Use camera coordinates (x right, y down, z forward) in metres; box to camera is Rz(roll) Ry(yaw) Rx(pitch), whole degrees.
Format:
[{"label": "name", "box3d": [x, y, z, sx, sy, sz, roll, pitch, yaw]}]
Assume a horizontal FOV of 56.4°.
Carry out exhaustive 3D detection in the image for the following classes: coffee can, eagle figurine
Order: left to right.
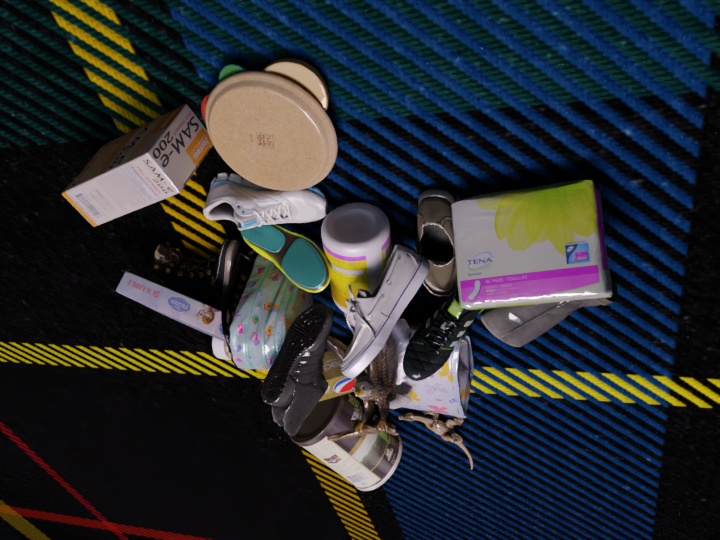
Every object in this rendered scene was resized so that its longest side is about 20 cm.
[{"label": "coffee can", "box3d": [-0.029, 0.344, 1.399, 0.146, 0.147, 0.200, -23, 125, 38]}, {"label": "eagle figurine", "box3d": [0.009, 0.162, 1.068, 0.150, 0.202, 0.151, -10, 177, -16]}]

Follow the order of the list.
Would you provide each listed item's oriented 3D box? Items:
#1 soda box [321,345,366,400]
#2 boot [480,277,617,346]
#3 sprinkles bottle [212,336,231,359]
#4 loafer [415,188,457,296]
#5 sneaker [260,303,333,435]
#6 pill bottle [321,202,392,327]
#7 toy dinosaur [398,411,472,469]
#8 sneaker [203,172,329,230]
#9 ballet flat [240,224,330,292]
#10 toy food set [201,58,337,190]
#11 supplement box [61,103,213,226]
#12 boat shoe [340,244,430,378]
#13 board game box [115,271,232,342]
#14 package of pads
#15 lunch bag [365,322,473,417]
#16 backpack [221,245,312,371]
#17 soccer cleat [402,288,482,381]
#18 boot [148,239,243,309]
[{"label": "soda box", "box3d": [-0.068, 0.196, 1.242, 0.198, 0.064, 0.068, -13, 141, -14]}, {"label": "boot", "box3d": [0.262, 0.033, 1.025, 0.181, 0.073, 0.199, 40, 141, -20]}, {"label": "sprinkles bottle", "box3d": [-0.186, 0.143, 1.299, 0.198, 0.069, 0.069, 2, 136, 18]}, {"label": "loafer", "box3d": [0.111, -0.027, 1.004, 0.074, 0.070, 0.201, 3, 136, 17]}, {"label": "sneaker", "box3d": [-0.084, 0.152, 1.025, 0.060, 0.201, 0.104, 29, 176, 38]}, {"label": "pill bottle", "box3d": [0.000, 0.000, 1.048, 0.103, 0.105, 0.201, 7, 137, 13]}, {"label": "toy dinosaur", "box3d": [0.179, 0.333, 1.393, 0.199, 0.058, 0.101, 34, 152, -5]}, {"label": "sneaker", "box3d": [-0.146, -0.091, 1.020, 0.198, 0.087, 0.075, 5, 136, 14]}, {"label": "ballet flat", "box3d": [-0.106, -0.026, 1.047, 0.199, 0.067, 0.067, 34, 180, 31]}, {"label": "toy food set", "box3d": [-0.125, -0.194, 0.928, 0.196, 0.049, 0.201, 1, 136, 20]}, {"label": "supplement box", "box3d": [-0.327, -0.153, 0.989, 0.198, 0.127, 0.074, -15, 128, 31]}, {"label": "boat shoe", "box3d": [0.013, 0.050, 0.958, 0.086, 0.203, 0.075, 34, 180, -10]}, {"label": "board game box", "box3d": [-0.295, 0.078, 1.187, 0.198, 0.041, 0.200, 20, 168, 16]}, {"label": "package of pads", "box3d": [0.223, -0.033, 0.897, 0.198, 0.156, 0.068, -8, 170, 27]}, {"label": "lunch bag", "box3d": [0.106, 0.156, 1.165, 0.168, 0.128, 0.201, 4, 147, 19]}, {"label": "backpack", "box3d": [-0.145, 0.069, 1.102, 0.125, 0.201, 0.168, -2, 135, 19]}, {"label": "soccer cleat", "box3d": [0.132, 0.081, 1.027, 0.067, 0.200, 0.081, 37, 163, 18]}, {"label": "boot", "box3d": [-0.288, -0.005, 1.175, 0.149, 0.074, 0.200, 21, 147, -4]}]
